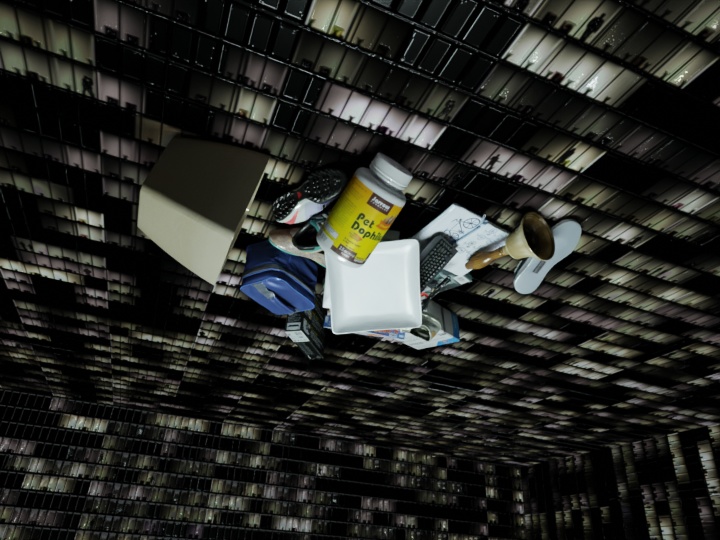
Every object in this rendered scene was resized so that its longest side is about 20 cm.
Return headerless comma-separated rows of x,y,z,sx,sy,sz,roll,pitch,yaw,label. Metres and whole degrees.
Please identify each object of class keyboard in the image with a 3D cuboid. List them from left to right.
0.144,0.026,1.163,0.127,0.021,0.200,34,102,-36,keyboard

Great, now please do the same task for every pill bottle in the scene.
0.010,-0.112,0.966,0.109,0.110,0.201,23,111,-30,pill bottle

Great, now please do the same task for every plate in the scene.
0.029,0.033,1.115,0.197,0.032,0.202,-4,109,0,plate

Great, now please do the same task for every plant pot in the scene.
-0.302,-0.128,0.975,0.176,0.201,0.200,25,146,-13,plant pot

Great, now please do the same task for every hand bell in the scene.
0.304,-0.038,1.124,0.103,0.105,0.199,22,149,-29,hand bell

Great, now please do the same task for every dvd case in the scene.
0.162,0.021,1.329,0.199,0.022,0.145,-21,142,38,dvd case

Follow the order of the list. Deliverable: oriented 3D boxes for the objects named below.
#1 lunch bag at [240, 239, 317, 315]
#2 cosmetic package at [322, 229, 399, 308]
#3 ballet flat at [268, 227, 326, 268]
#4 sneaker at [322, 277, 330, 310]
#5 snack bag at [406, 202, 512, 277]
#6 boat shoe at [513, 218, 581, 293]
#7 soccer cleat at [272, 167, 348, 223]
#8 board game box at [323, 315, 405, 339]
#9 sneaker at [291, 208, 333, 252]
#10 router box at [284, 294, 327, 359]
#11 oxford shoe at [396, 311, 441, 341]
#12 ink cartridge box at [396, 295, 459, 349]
-0.194,0.031,1.279,0.135,0.134,0.200,-13,146,27,lunch bag
0.000,0.000,1.167,0.149,0.052,0.202,11,117,7,cosmetic package
-0.114,-0.063,1.191,0.199,0.069,0.067,22,127,-37,ballet flat
-0.053,0.095,1.420,0.077,0.086,0.200,-9,149,22,sneaker
0.215,-0.063,1.157,0.199,0.022,0.188,23,139,-30,snack bag
0.406,-0.039,1.149,0.073,0.068,0.201,20,123,-7,boat shoe
-0.090,-0.146,1.042,0.199,0.069,0.073,-23,160,36,soccer cleat
0.007,0.146,1.353,0.134,0.035,0.199,15,170,-28,board game box
-0.052,-0.091,1.060,0.199,0.072,0.080,-30,173,21,sneaker
-0.146,0.140,1.444,0.050,0.151,0.201,-4,149,13,router box
0.094,0.115,1.241,0.198,0.058,0.076,20,145,8,oxford shoe
0.171,0.153,1.472,0.145,0.087,0.199,-17,150,31,ink cartridge box
